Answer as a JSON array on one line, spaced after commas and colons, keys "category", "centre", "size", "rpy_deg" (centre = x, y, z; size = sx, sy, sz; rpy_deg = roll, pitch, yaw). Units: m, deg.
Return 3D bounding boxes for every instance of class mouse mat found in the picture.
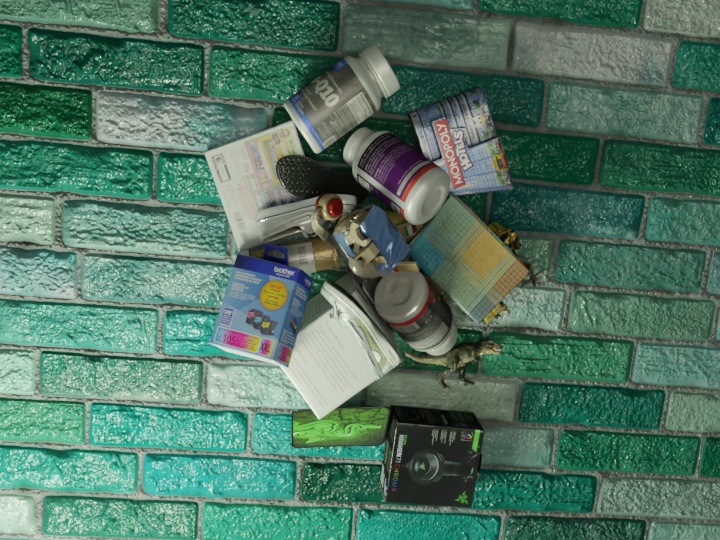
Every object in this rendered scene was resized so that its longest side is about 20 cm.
[{"category": "mouse mat", "centre": [-0.041, 0.316, 1.620], "size": [0.196, 0.008, 0.162], "rpy_deg": [0, 141, -5]}]

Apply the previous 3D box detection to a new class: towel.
[{"category": "towel", "centre": [0.196, -0.020, 1.497], "size": [0.200, 0.022, 0.147], "rpy_deg": [44, 108, 5]}]

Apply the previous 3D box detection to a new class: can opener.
[{"category": "can opener", "centre": [0.000, 0.000, 1.549], "size": [0.053, 0.066, 0.201], "rpy_deg": [-44, 110, -29]}]

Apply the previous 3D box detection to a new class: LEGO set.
[{"category": "LEGO set", "centre": [0.257, 0.019, 1.554], "size": [0.199, 0.116, 0.154], "rpy_deg": [-38, 134, -3]}]

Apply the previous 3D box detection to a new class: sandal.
[{"category": "sandal", "centre": [-0.076, -0.167, 1.528], "size": [0.197, 0.048, 0.077], "rpy_deg": [12, 92, -31]}]

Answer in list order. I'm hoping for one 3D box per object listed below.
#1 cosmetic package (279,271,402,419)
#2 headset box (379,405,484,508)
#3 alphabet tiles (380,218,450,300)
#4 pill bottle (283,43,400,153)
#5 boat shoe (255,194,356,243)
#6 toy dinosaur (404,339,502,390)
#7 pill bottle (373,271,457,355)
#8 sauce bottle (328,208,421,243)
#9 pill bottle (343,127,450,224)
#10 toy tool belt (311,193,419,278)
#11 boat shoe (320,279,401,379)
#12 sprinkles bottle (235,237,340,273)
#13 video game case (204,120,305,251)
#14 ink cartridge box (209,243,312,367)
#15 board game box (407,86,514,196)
[{"category": "cosmetic package", "centre": [-0.049, 0.139, 1.549], "size": [0.198, 0.165, 0.166], "rpy_deg": [-34, 104, 3]}, {"category": "headset box", "centre": [0.150, 0.383, 1.656], "size": [0.196, 0.093, 0.178], "rpy_deg": [7, 102, -8]}, {"category": "alphabet tiles", "centre": [0.115, -0.011, 1.572], "size": [0.164, 0.008, 0.202], "rpy_deg": [-16, 125, 3]}, {"category": "pill bottle", "centre": [-0.032, -0.317, 1.479], "size": [0.199, 0.114, 0.115], "rpy_deg": [-35, 103, 3]}, {"category": "boat shoe", "centre": [-0.098, -0.093, 1.507], "size": [0.196, 0.073, 0.067], "rpy_deg": [-12, 79, 15]}, {"category": "toy dinosaur", "centre": [0.192, 0.194, 1.645], "size": [0.196, 0.047, 0.090], "rpy_deg": [-8, 88, -3]}, {"category": "pill bottle", "centre": [0.113, 0.086, 1.543], "size": [0.110, 0.111, 0.200], "rpy_deg": [-39, 139, 4]}, {"category": "sauce bottle", "centre": [0.037, -0.088, 1.560], "size": [0.196, 0.065, 0.066], "rpy_deg": [9, 102, -7]}, {"category": "pill bottle", "centre": [0.062, -0.180, 1.481], "size": [0.199, 0.112, 0.113], "rpy_deg": [40, 98, 27]}, {"category": "toy tool belt", "centre": [0.018, -0.065, 1.437], "size": [0.200, 0.122, 0.126], "rpy_deg": [46, 67, -33]}, {"category": "boat shoe", "centre": [-0.007, 0.104, 1.425], "size": [0.065, 0.074, 0.203], "rpy_deg": [-40, 108, 0]}, {"category": "sprinkles bottle", "centre": [-0.139, -0.020, 1.557], "size": [0.196, 0.068, 0.070], "rpy_deg": [-11, 103, -3]}, {"category": "video game case", "centre": [-0.181, -0.161, 1.547], "size": [0.179, 0.022, 0.203], "rpy_deg": [-19, 102, -1]}, {"category": "ink cartridge box", "centre": [-0.173, 0.056, 1.452], "size": [0.134, 0.076, 0.204], "rpy_deg": [11, 76, 19]}, {"category": "board game box", "centre": [0.169, -0.220, 1.545], "size": [0.197, 0.062, 0.203], "rpy_deg": [-20, 103, -1]}]
